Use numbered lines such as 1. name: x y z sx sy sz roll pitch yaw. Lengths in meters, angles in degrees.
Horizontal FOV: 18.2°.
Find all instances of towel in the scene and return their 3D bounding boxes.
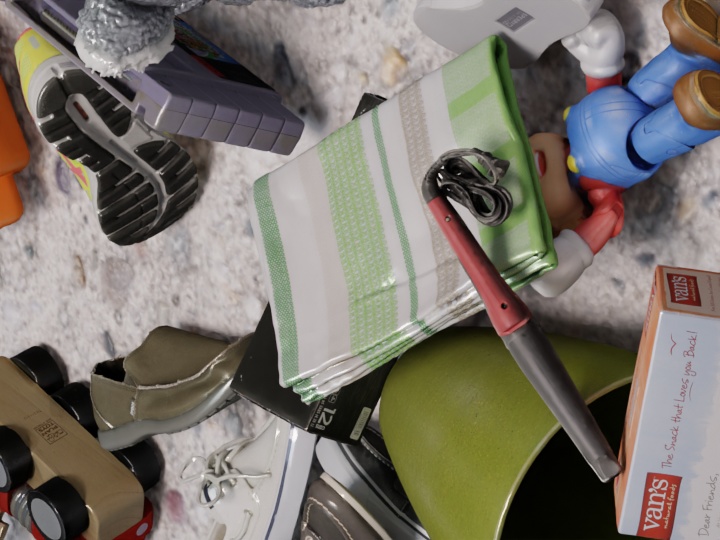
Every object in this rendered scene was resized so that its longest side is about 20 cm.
1. towel: 0.017 -0.029 1.284 0.199 0.031 0.150 -31 62 35

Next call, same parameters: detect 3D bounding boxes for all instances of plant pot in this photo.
1. plant pot: 0.100 0.112 1.316 0.200 0.186 0.189 32 128 54

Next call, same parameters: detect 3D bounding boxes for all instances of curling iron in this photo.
1. curling iron: 0.087 0.021 1.187 0.049 0.025 0.201 -35 71 32

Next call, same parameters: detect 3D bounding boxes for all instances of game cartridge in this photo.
1. game cartridge: -0.137 -0.140 1.450 0.200 0.129 0.039 39 114 37

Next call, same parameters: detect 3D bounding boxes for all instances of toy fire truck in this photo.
1. toy fire truck: -0.256 0.192 1.728 0.176 0.128 0.201 38 141 27

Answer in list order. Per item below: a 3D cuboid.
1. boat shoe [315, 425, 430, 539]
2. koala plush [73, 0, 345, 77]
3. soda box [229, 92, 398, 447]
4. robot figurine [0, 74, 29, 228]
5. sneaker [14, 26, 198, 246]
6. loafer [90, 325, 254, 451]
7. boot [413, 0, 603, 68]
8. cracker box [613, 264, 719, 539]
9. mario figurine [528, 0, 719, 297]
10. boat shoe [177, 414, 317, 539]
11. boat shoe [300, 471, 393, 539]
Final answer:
1. boat shoe: 0.056 0.150 1.443 0.200 0.072 0.071 38 107 29
2. koala plush: -0.100 -0.215 1.344 0.183 0.199 0.179 22 120 36
3. soda box: 0.000 0.000 1.365 0.070 0.063 0.201 26 91 34
4. robot figurine: -0.317 -0.119 1.654 0.116 0.144 0.202 -19 93 11
5. sneaker: -0.174 -0.096 1.518 0.090 0.078 0.201 52 173 37
6. loafer: -0.135 0.075 1.583 0.199 0.075 0.070 -23 94 46
7. boot: 0.099 -0.178 1.268 0.073 0.096 0.200 30 167 -17
8. cracker box: 0.239 0.079 1.161 0.198 0.058 0.135 8 117 0
9. mario figurine: 0.121 -0.068 1.250 0.106 0.124 0.200 45 130 -4
10. boat shoe: -0.084 0.152 1.550 0.085 0.075 0.203 15 131 -5
11. boat shoe: -0.007 0.196 1.449 0.067 0.057 0.200 38 165 27
